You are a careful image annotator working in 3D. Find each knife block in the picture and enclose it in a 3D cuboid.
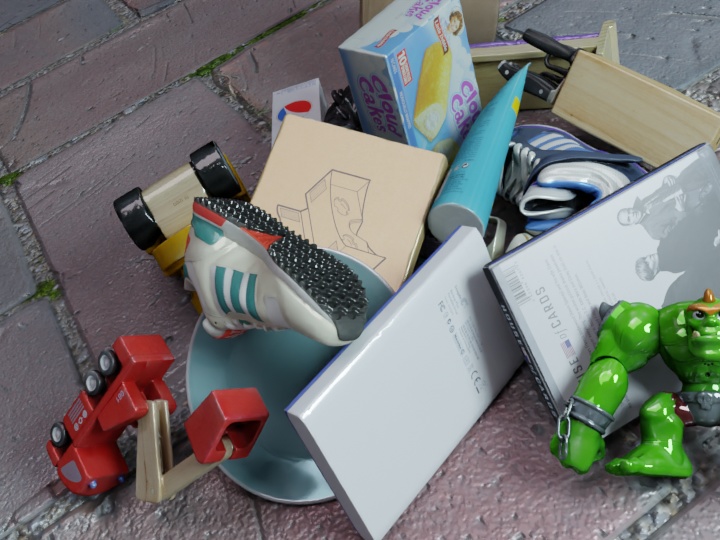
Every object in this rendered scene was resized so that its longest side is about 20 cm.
[{"bbox_3d":[0.223,-0.163,0.802,0.172,0.065,0.201,19,22,-11],"label":"knife block"}]

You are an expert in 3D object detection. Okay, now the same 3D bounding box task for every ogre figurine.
[{"bbox_3d":[0.230,0.078,0.575,0.197,0.097,0.123,-8,72,36],"label":"ogre figurine"}]

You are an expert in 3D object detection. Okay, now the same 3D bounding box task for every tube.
[{"bbox_3d":[0.110,-0.108,0.779,0.077,0.050,0.202,-37,23,48],"label":"tube"}]

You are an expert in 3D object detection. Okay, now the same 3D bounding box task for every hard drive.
[{"bbox_3d":[0.043,0.082,0.636,0.025,0.134,0.200,12,48,48],"label":"hard drive"}]

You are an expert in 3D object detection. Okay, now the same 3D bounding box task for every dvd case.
[{"bbox_3d":[0.207,0.018,0.635,0.197,0.153,0.025,-28,3,-8],"label":"dvd case"}]

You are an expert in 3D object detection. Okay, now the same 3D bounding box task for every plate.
[{"bbox_3d":[-0.046,0.083,0.692,0.195,0.026,0.205,-2,81,13],"label":"plate"}]

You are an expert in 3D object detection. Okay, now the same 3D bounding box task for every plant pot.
[{"bbox_3d":[0.083,-0.335,1.083,0.170,0.203,0.202,1,40,-2],"label":"plant pot"}]

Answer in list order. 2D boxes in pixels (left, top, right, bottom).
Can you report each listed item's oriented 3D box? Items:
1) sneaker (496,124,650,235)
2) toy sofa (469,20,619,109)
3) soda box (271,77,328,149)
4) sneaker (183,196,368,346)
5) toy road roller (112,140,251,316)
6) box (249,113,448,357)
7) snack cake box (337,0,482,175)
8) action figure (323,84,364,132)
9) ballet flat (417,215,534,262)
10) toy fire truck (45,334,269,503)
[{"bbox_3d":[0.159,-0.082,0.771,0.197,0.082,0.145,22,22,34],"label":"sneaker"},{"bbox_3d":[0.190,-0.228,0.967,0.196,0.084,0.099,2,45,27],"label":"toy sofa"},{"bbox_3d":[-0.064,-0.142,0.997,0.062,0.069,0.202,-15,39,8],"label":"soda box"},{"bbox_3d":[-0.072,0.021,0.645,0.069,0.095,0.199,1,26,-46],"label":"sneaker"},{"bbox_3d":[-0.162,-0.033,0.897,0.121,0.148,0.200,-30,2,-3],"label":"toy road roller"},{"bbox_3d":[-0.027,-0.029,0.749,0.160,0.021,0.204,16,73,15],"label":"box"},{"bbox_3d":[0.061,-0.157,0.849,0.066,0.202,0.115,22,55,40],"label":"snack cake box"},{"bbox_3d":[0.013,-0.164,0.921,0.119,0.101,0.201,-51,7,21],"label":"action figure"},{"bbox_3d":[0.120,-0.007,0.745,0.072,0.073,0.199,-36,39,-18],"label":"ballet flat"},{"bbox_3d":[-0.170,0.132,0.687,0.201,0.048,0.142,-51,60,23],"label":"toy fire truck"}]
